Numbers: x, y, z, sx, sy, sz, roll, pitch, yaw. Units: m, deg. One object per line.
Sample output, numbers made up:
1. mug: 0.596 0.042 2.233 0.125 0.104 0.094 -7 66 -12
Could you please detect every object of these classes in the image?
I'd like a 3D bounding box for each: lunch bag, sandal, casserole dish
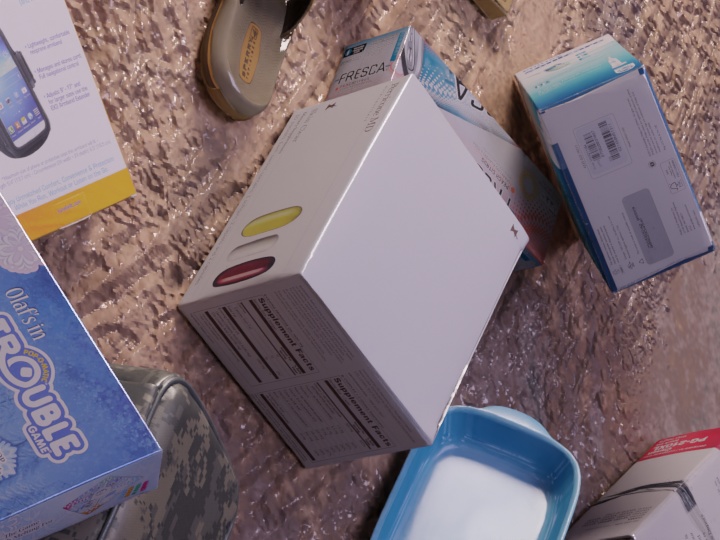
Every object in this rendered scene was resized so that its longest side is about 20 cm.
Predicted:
1. lunch bag: -0.178 0.146 1.296 0.140 0.167 0.200 70 34 -48
2. sandal: -0.060 -0.195 1.629 0.080 0.054 0.201 32 56 -41
3. casserole dish: 0.075 0.179 1.654 0.121 0.039 0.200 22 49 6

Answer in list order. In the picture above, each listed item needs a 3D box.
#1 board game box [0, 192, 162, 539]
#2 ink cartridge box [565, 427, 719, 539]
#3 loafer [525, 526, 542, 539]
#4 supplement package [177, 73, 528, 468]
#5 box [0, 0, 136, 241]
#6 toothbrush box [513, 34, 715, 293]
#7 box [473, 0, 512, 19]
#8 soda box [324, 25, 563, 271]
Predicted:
1. board game box: -0.233 0.061 1.209 0.199 0.043 0.200 -23 61 -25
2. ink cartridge box: 0.241 0.227 1.845 0.200 0.084 0.145 -35 106 -51
3. loafer: 0.120 0.210 1.713 0.073 0.071 0.201 40 51 -37
4. supplement package: 0.000 0.000 1.600 0.156 0.111 0.200 53 44 -26
5. box: -0.215 -0.117 1.432 0.119 0.041 0.201 -28 98 -51
6. toothbrush box: 0.185 -0.083 1.794 0.200 0.085 0.147 -94 161 -77
7. box: 0.069 -0.315 1.848 0.200 0.021 0.164 44 48 -33
8. soda box: 0.062 -0.081 1.737 0.200 0.063 0.069 46 48 -33
